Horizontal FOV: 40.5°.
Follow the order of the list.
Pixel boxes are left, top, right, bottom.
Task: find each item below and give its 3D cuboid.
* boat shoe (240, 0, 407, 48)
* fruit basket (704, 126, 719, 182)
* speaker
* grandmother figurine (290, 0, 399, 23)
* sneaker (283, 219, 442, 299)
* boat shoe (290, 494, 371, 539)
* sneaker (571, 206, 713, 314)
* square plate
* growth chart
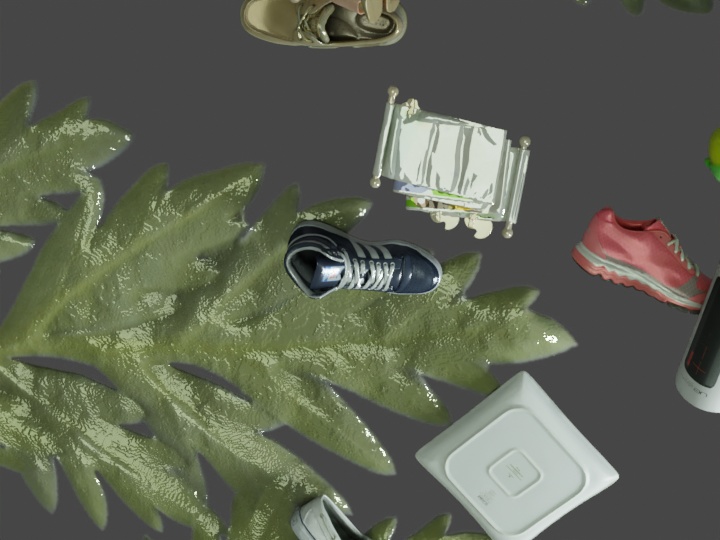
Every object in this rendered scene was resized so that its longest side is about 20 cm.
[{"bbox_3d":[-0.046,-0.290,1.123,0.197,0.065,0.073,7,110,7],"label":"boat shoe"},{"bbox_3d":[0.473,-0.169,1.048,0.212,0.156,0.219,-1,98,-5],"label":"fruit basket"},{"bbox_3d":[0.419,0.067,1.098,0.080,0.082,0.202,9,132,6],"label":"speaker"},{"bbox_3d":[-0.050,-0.335,1.085,0.198,0.121,0.061,26,126,24],"label":"grandmother figurine"},{"bbox_3d":[0.000,0.000,1.191,0.197,0.109,0.071,16,111,3],"label":"sneaker"},{"bbox_3d":[-0.010,0.397,1.347,0.200,0.074,0.067,45,112,-7],"label":"boat shoe"},{"bbox_3d":[0.354,-0.013,1.149,0.198,0.074,0.088,20,109,2],"label":"sneaker"},{"bbox_3d":[0.205,0.263,1.292,0.198,0.028,0.200,-41,98,19],"label":"square plate"},{"bbox_3d":[0.107,-0.123,1.181,0.197,0.018,0.146,19,111,2],"label":"growth chart"}]
